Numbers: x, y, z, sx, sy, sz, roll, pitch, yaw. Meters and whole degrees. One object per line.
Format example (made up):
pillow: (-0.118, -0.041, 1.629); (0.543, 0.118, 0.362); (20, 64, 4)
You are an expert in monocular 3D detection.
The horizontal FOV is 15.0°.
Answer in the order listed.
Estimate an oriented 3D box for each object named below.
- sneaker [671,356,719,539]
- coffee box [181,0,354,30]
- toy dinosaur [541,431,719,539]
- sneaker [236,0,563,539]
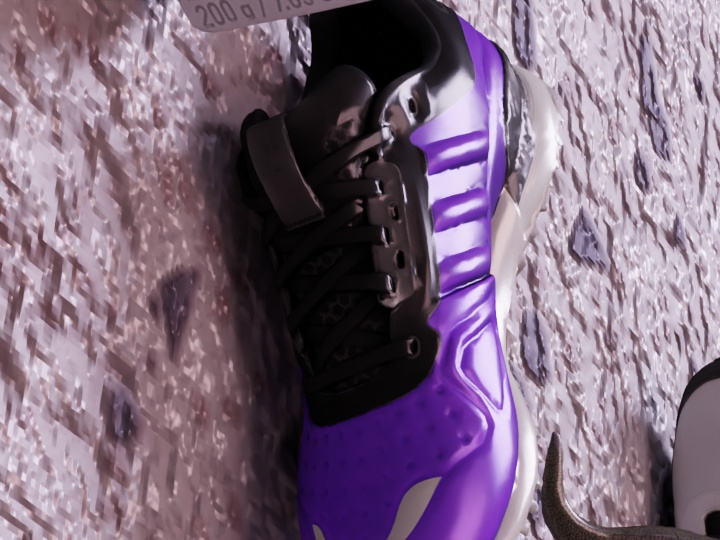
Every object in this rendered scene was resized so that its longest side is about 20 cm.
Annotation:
sneaker: (0.144, 0.128, 0.979); (0.080, 0.073, 0.201); (10, 72, -60)
coffee box: (0.027, -0.212, 0.702); (0.198, 0.199, 0.200); (62, 33, -30)
toy dinosaur: (0.112, 0.128, 0.882); (0.077, 0.102, 0.201); (-46, 123, -59)
sneaker: (0.000, 0.000, 0.751); (0.100, 0.069, 0.201); (45, 39, -39)
